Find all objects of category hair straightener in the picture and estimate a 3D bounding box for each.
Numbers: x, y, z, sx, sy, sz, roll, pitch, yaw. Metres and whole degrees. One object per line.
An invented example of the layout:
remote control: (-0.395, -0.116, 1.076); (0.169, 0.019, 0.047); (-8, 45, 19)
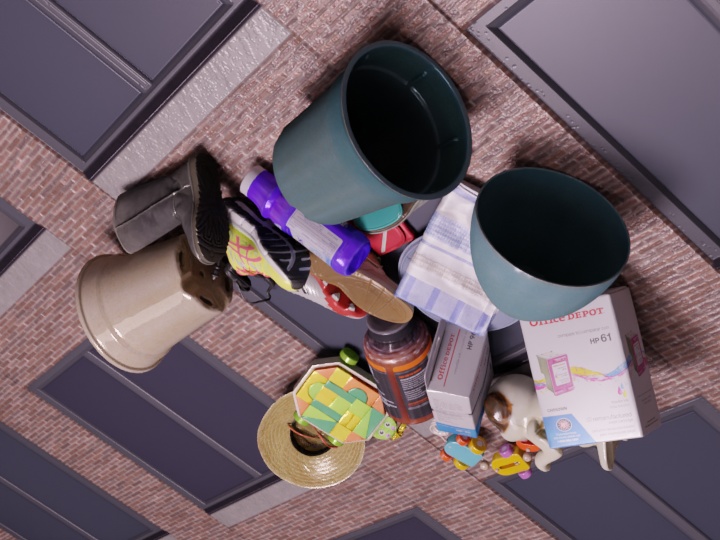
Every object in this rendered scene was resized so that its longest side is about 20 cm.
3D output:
hair straightener: (-0.202, -0.014, 1.733); (0.041, 0.077, 0.200); (20, 155, 52)

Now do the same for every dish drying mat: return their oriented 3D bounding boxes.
dish drying mat: (-0.010, -0.100, 1.591); (0.077, 0.018, 0.200); (-22, 123, 41)

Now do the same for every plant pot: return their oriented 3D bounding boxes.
plant pot: (-0.307, 0.035, 1.763); (0.183, 0.201, 0.201); (-25, 121, 27)
plant pot: (0.223, -0.014, 1.433); (0.199, 0.201, 0.135); (21, 137, 3)
plant pot: (0.002, -0.155, 1.410); (0.200, 0.201, 0.196); (41, 145, -20)

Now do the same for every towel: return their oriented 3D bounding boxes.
towel: (0.150, -0.015, 1.545); (0.146, 0.024, 0.201); (26, 114, -3)

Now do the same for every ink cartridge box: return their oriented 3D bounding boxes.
ink cartridge box: (0.316, 0.133, 1.563); (0.144, 0.085, 0.201); (-14, 87, 34)
ink cartridge box: (0.149, 0.157, 1.683); (0.068, 0.116, 0.200); (10, 154, 16)

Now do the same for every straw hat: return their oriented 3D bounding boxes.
straw hat: (-0.078, 0.273, 1.970); (0.200, 0.085, 0.202); (2, 114, 4)

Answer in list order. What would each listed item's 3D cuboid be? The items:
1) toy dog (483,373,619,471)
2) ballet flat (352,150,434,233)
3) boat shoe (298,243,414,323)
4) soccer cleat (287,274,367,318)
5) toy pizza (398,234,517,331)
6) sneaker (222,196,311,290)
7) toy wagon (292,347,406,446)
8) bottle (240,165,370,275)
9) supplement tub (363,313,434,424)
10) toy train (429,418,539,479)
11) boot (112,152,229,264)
toy dog: (0.285, 0.209, 1.700); (0.199, 0.140, 0.195); (-4, 116, 29)
ballet flat: (0.069, -0.104, 1.519); (0.064, 0.068, 0.200); (-6, 160, -41)
boat shoe: (0.000, 0.000, 1.655); (0.200, 0.069, 0.074); (34, 139, -5)
soccer cleat: (-0.076, 0.013, 1.712); (0.200, 0.069, 0.085); (32, 148, -6)
toy pizza: (0.152, 0.011, 1.627); (0.199, 0.032, 0.201); (12, 137, 11)
sneaker: (-0.143, -0.022, 1.625); (0.200, 0.078, 0.091); (45, 121, 38)
toy wagon: (-0.011, 0.225, 1.874); (0.200, 0.040, 0.155); (33, 113, -9)
bottle: (-0.079, -0.073, 1.585); (0.200, 0.065, 0.084); (37, 178, 11)
supplement tub: (0.066, 0.139, 1.746); (0.106, 0.107, 0.200); (3, 136, 22)
toy train: (0.221, 0.273, 1.864); (0.199, 0.056, 0.151); (1, 130, 22)
boot: (-0.285, -0.066, 1.654); (0.199, 0.183, 0.072); (-22, 151, 32)
